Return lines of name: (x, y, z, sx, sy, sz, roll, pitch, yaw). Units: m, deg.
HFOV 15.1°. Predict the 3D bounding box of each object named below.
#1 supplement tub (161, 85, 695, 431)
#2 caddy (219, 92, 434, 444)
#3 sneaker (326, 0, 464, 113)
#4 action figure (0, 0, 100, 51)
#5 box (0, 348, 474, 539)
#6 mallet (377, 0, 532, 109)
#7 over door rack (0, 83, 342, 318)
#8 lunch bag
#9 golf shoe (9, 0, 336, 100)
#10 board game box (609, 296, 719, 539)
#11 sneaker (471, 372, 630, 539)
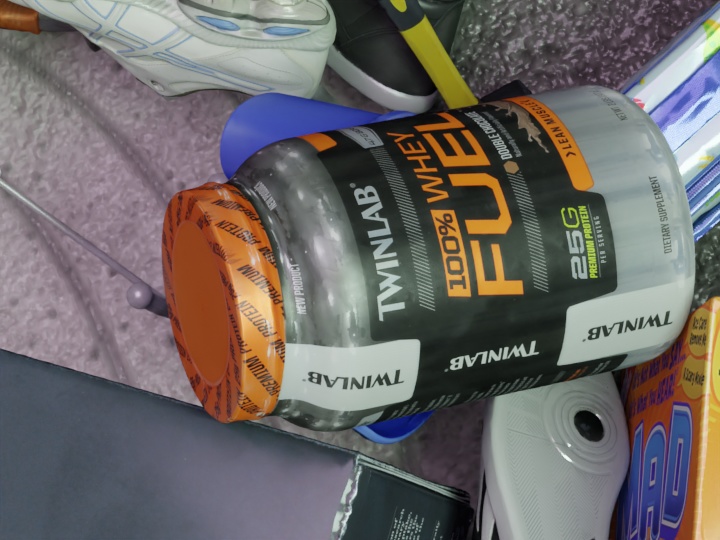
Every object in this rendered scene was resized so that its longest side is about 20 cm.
supplement tub: (0.027, -0.003, 1.123, 0.200, 0.123, 0.123, -12, 73, -21)
caddy: (0.000, 0.000, 1.267, 0.105, 0.200, 0.142, 18, 81, 26)
sneaker: (-0.022, -0.176, 1.382, 0.200, 0.071, 0.099, 38, 121, 13)
action figure: (-0.224, -0.139, 1.456, 0.193, 0.105, 0.200, -7, 107, 20)
box: (-0.078, 0.122, 1.210, 0.200, 0.197, 0.124, 15, 83, 19)
mallet: (0.037, -0.121, 1.323, 0.066, 0.200, 0.041, -27, 36, -1)
over door rack: (-0.093, -0.059, 1.369, 0.200, 0.067, 0.148, 37, 89, -3)
lunch bag: (0.153, -0.063, 1.279, 0.200, 0.161, 0.082, -42, 85, 1)
golf shoe: (-0.111, -0.121, 1.307, 0.200, 0.097, 0.078, 16, 43, 11)
board game box: (0.221, 0.134, 1.175, 0.199, 0.200, 0.200, 6, 80, -4)
sneaker: (0.066, 0.129, 1.231, 0.073, 0.112, 0.200, 17, 54, -21)
